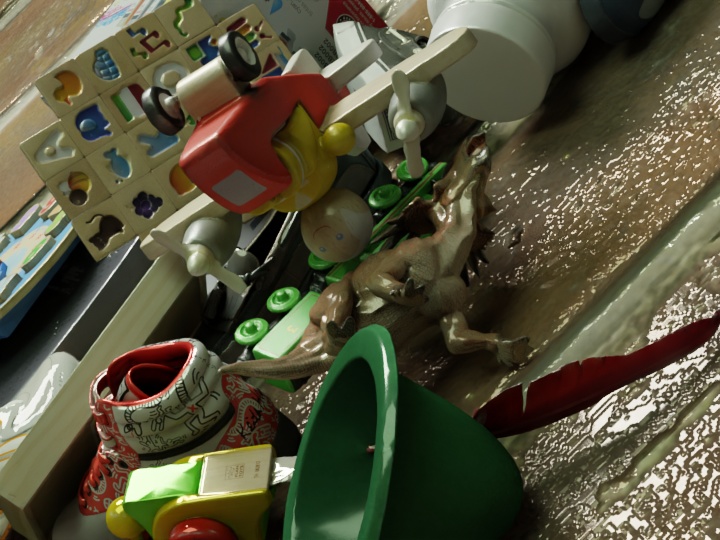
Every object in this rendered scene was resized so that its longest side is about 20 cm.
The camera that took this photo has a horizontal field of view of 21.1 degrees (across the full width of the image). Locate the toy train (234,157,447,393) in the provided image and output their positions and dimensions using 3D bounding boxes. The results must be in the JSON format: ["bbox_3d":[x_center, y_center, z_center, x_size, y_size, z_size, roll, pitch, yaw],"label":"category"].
[{"bbox_3d":[0.000,0.000,1.200,0.056,0.042,0.200,18,53,42],"label":"toy train"}]

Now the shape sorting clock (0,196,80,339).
[{"bbox_3d":[-0.283,0.003,1.513,0.200,0.039,0.201,-40,21,19],"label":"shape sorting clock"}]

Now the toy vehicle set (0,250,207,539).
[{"bbox_3d":[-0.168,0.084,1.276,0.201,0.026,0.124,-55,-9,-19],"label":"toy vehicle set"}]

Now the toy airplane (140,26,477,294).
[{"bbox_3d":[-0.035,-0.070,1.181,0.198,0.142,0.200,-28,-5,-22],"label":"toy airplane"}]

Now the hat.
[{"bbox_3d":[0.070,0.122,1.005,0.200,0.174,0.167,124,154,-53],"label":"hat"}]

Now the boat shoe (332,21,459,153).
[{"bbox_3d":[0.026,-0.133,1.353,0.063,0.071,0.200,-18,24,-4],"label":"boat shoe"}]

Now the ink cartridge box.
[{"bbox_3d":[-0.111,-0.156,1.469,0.144,0.145,0.201,7,57,54],"label":"ink cartridge box"}]

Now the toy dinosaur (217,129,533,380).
[{"bbox_3d":[0.013,0.017,1.121,0.199,0.086,0.136,-30,29,2],"label":"toy dinosaur"}]

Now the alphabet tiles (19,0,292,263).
[{"bbox_3d":[-0.127,-0.098,1.342,0.199,0.167,0.006,-33,-11,-16],"label":"alphabet tiles"}]

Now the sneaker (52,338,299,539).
[{"bbox_3d":[-0.144,0.109,1.201,0.200,0.108,0.068,-26,33,30],"label":"sneaker"}]

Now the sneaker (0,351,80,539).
[{"bbox_3d":[-0.265,0.127,1.337,0.201,0.092,0.076,-61,12,-30],"label":"sneaker"}]

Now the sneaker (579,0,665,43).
[{"bbox_3d":[0.207,-0.232,1.233,0.082,0.070,0.201,-4,51,51],"label":"sneaker"}]

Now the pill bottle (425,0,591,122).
[{"bbox_3d":[0.108,-0.197,1.274,0.111,0.111,0.201,-16,40,41],"label":"pill bottle"}]

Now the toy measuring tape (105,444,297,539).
[{"bbox_3d":[-0.051,0.138,1.116,0.198,0.074,0.074,-9,39,13],"label":"toy measuring tape"}]

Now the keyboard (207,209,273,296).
[{"bbox_3d":[-0.072,-0.040,1.383,0.200,0.011,0.056,-50,29,5],"label":"keyboard"}]

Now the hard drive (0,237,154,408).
[{"bbox_3d":[-0.242,0.053,1.473,0.201,0.042,0.134,-54,29,-17],"label":"hard drive"}]

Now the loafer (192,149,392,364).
[{"bbox_3d":[-0.062,-0.012,1.301,0.200,0.063,0.072,-51,28,-12],"label":"loafer"}]
